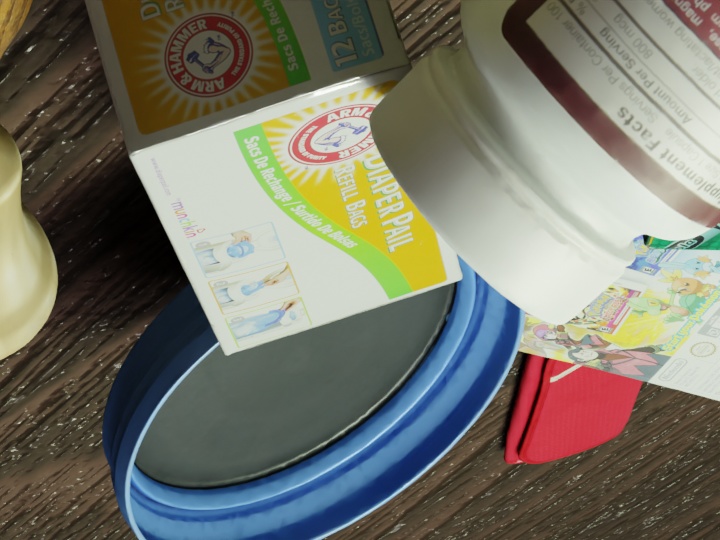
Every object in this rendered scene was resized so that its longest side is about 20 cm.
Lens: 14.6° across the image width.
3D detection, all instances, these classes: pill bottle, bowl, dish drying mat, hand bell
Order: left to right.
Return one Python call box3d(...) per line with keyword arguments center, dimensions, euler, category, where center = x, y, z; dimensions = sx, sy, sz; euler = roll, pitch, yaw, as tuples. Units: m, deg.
box3d(center=(-0.146, -0.064, 1.021), dimensions=(0.104, 0.104, 0.200), euler=(-7, 143, -24), category="hand bell")
box3d(center=(-0.023, 0.048, 1.223), dimensions=(0.200, 0.039, 0.201), euler=(-25, 146, -18), category="bowl")
box3d(center=(0.125, 0.066, 1.579), dimensions=(0.076, 0.018, 0.200), euler=(-15, 157, -9), category="dish drying mat")
box3d(center=(0.105, -0.083, 0.898), dimensions=(0.200, 0.114, 0.114), euler=(-43, 151, 16), category="pill bottle")

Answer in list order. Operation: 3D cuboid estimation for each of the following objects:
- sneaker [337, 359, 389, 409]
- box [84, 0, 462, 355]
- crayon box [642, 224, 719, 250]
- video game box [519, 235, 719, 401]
box3d(center=(0.000, 0.000, 1.278), dimensions=(0.095, 0.079, 0.200), euler=(-34, 156, 8), category="sneaker")
box3d(center=(-0.033, -0.064, 1.038), dimensions=(0.101, 0.113, 0.200), euler=(-18, 156, 0), category="box")
box3d(center=(0.149, -0.102, 1.064), dimensions=(0.058, 0.119, 0.200), euler=(2, 155, -5), category="crayon box")
box3d(center=(0.159, -0.008, 1.317), dimensions=(0.181, 0.047, 0.200), euler=(12, 150, -13), category="video game box")
